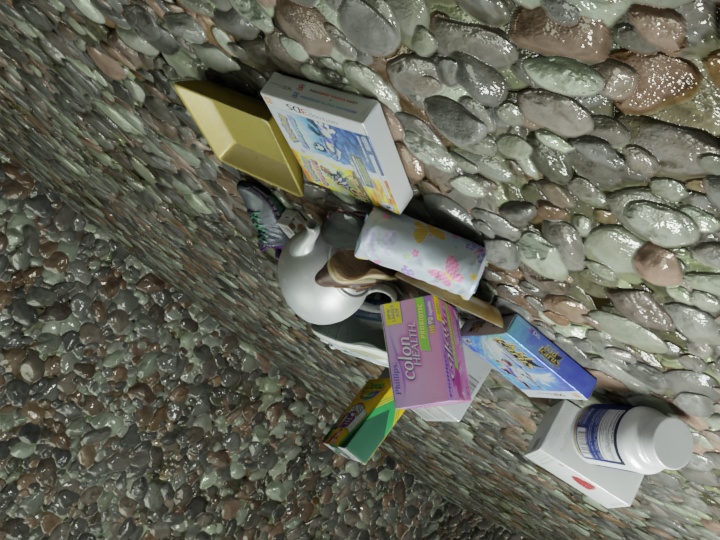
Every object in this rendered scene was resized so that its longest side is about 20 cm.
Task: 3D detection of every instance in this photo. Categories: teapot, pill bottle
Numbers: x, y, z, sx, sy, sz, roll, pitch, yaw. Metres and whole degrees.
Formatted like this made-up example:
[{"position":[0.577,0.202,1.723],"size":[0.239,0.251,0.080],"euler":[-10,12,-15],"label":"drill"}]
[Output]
[{"position":[-0.043,0.004,1.282],"size":[0.145,0.199,0.199],"euler":[-16,90,38],"label":"teapot"},{"position":[0.464,0.288,1.191],"size":[0.111,0.111,0.200],"euler":[38,162,-11],"label":"pill bottle"}]

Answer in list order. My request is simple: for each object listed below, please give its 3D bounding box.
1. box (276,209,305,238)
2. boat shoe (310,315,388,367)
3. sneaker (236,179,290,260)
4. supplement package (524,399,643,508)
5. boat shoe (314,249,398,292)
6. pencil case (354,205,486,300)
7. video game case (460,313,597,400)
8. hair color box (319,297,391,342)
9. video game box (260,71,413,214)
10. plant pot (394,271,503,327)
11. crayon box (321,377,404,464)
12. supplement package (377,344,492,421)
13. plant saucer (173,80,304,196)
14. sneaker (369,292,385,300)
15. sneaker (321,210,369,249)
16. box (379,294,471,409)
[{"position":[-0.100,-0.049,1.442],"size":[0.041,0.039,0.200],"euler":[18,156,44],"label":"box"},{"position":[-0.001,0.140,1.344],"size":[0.200,0.075,0.065],"euler":[15,134,5],"label":"boat shoe"},{"position":[-0.192,-0.093,1.412],"size":[0.074,0.088,0.200],"euler":[11,151,51],"label":"sneaker"},{"position":[0.457,0.372,1.402],"size":[0.199,0.120,0.121],"euler":[31,161,9],"label":"supplement package"},{"position":[0.000,0.000,1.190],"size":[0.072,0.199,0.073],"euler":[-33,77,36],"label":"boat shoe"},{"position":[0.089,-0.025,1.044],"size":[0.199,0.083,0.091],"euler":[20,128,5],"label":"pencil case"},{"position":[0.298,0.161,1.268],"size":[0.200,0.046,0.181],"euler":[39,161,-11],"label":"video game case"},{"position":[0.010,0.108,1.406],"size":[0.198,0.061,0.100],"euler":[8,136,20],"label":"hair color box"},{"position":[-0.030,-0.178,0.986],"size":[0.181,0.047,0.200],"euler":[26,160,31],"label":"video game box"},{"position":[0.151,0.039,1.157],"size":[0.199,0.028,0.200],"euler":[26,-179,0],"label":"plant pot"},{"position":[0.013,0.307,1.440],"size":[0.058,0.173,0.200],"euler":[40,162,-7],"label":"crayon box"},{"position":[0.155,0.217,1.483],"size":[0.150,0.152,0.200],"euler":[37,162,-4],"label":"supplement package"},{"position":[-0.183,-0.224,1.130],"size":[0.199,0.049,0.200],"euler":[26,161,24],"label":"plant saucer"},{"position":[0.056,0.108,1.513],"size":[0.112,0.071,0.200],"euler":[36,170,7],"label":"sneaker"},{"position":[0.041,-0.061,1.133],"size":[0.199,0.081,0.086],"euler":[21,-162,7],"label":"sneaker"},{"position":[0.120,0.149,1.224],"size":[0.096,0.177,0.200],"euler":[-12,166,18],"label":"box"}]
